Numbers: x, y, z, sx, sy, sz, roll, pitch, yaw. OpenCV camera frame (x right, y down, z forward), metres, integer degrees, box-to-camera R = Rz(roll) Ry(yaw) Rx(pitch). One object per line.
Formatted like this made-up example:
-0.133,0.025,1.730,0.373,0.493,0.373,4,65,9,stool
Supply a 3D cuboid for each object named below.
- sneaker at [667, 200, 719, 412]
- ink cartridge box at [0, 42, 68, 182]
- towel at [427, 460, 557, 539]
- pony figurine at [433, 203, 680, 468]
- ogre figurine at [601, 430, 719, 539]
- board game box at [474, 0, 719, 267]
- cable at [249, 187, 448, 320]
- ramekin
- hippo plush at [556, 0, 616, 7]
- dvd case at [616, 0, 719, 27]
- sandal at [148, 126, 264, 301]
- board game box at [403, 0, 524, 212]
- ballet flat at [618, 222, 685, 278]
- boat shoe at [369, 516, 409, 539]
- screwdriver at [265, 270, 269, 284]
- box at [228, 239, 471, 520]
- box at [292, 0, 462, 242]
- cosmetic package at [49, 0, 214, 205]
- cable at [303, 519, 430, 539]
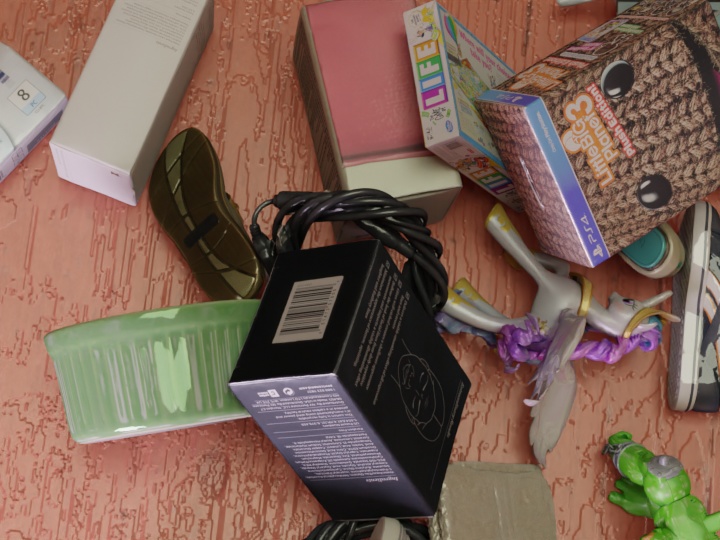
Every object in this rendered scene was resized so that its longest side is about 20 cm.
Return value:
0.337,0.035,1.515,0.079,0.078,0.200,4,87,0,sneaker
-0.399,-0.163,1.496,0.200,0.047,0.160,40,76,2,ink cartridge box
0.121,0.267,1.425,0.132,0.034,0.200,8,67,-31,towel
0.169,0.056,1.466,0.200,0.167,0.193,29,67,17,pony figurine
0.284,0.235,1.437,0.098,0.120,0.200,-3,76,-7,ogre figurine
0.231,-0.125,1.414,0.200,0.097,0.160,-32,109,-14,board game box
0.000,0.000,1.437,0.163,0.200,0.051,-12,38,18,cable
-0.168,0.089,1.387,0.200,0.200,0.098,-8,85,-8,ramekin
0.327,-0.300,1.534,0.200,0.161,0.159,36,56,18,hippo plush
0.311,-0.175,1.505,0.146,0.200,0.022,3,32,9,dvd case
-0.137,-0.043,1.483,0.080,0.054,0.200,-37,60,13,sandal
0.108,-0.146,1.469,0.034,0.200,0.135,-18,67,24,board game box
0.238,-0.065,1.529,0.069,0.069,0.200,-31,60,-12,ballet flat
0.028,0.313,1.360,0.071,0.070,0.201,10,81,-9,boat shoe
-0.077,0.056,1.484,0.028,0.029,0.200,-9,83,-9,screwdriver
-0.004,0.097,1.370,0.107,0.200,0.149,-8,44,29,box
0.013,-0.143,1.495,0.109,0.128,0.200,-12,79,-9,box
-0.209,-0.174,1.490,0.085,0.108,0.200,23,74,0,cosmetic package
-0.001,0.303,1.424,0.163,0.051,0.200,2,79,-1,cable
